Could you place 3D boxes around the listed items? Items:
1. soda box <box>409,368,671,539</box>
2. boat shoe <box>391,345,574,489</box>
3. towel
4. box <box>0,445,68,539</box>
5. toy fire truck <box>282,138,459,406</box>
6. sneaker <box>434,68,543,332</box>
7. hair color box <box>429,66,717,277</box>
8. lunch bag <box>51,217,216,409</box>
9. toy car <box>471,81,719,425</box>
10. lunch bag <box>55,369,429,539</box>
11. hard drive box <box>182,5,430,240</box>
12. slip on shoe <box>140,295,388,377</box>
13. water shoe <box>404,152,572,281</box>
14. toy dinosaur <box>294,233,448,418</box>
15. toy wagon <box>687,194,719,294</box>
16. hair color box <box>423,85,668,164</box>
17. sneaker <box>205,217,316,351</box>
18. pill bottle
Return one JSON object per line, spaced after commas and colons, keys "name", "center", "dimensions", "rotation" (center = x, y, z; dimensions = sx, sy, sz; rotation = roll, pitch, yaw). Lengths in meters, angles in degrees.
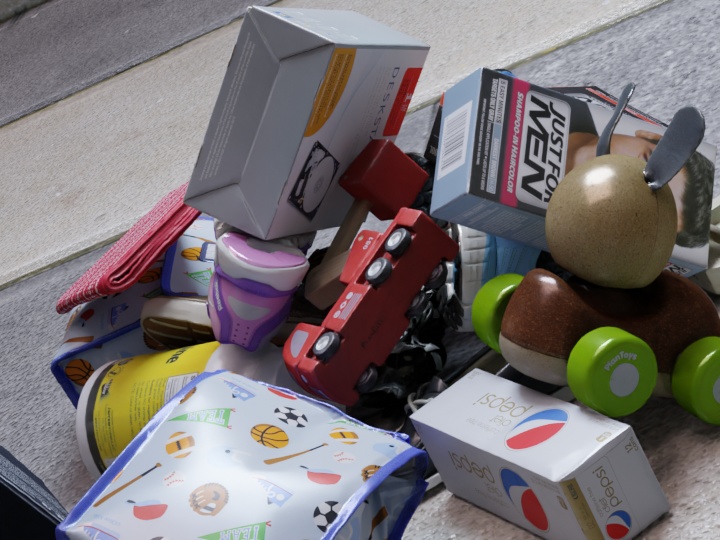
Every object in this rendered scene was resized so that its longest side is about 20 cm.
{"name": "soda box", "center": [0.114, 0.124, 1.425], "dimensions": [0.064, 0.068, 0.200], "rotation": [-35, 22, -18]}
{"name": "boat shoe", "center": [0.067, 0.098, 1.555], "dimensions": [0.200, 0.060, 0.076], "rotation": [-33, 21, -13]}
{"name": "towel", "center": [-0.175, -0.022, 1.754], "dimensions": [0.145, 0.022, 0.200], "rotation": [-45, 9, -18]}
{"name": "box", "center": [-0.312, 0.223, 1.583], "dimensions": [0.200, 0.124, 0.197], "rotation": [-50, 25, -5]}
{"name": "toy fire truck", "center": [0.000, 0.000, 1.581], "dimensions": [0.200, 0.049, 0.141], "rotation": [-55, 28, -12]}
{"name": "sneaker", "center": [0.106, -0.050, 1.608], "dimensions": [0.090, 0.201, 0.078], "rotation": [5, -13, -14]}
{"name": "hair color box", "center": [0.154, -0.065, 1.559], "dimensions": [0.061, 0.200, 0.099], "rotation": [-29, 49, 59]}
{"name": "lunch bag", "center": [-0.149, 0.040, 1.850], "dimensions": [0.200, 0.124, 0.170], "rotation": [-23, 23, 12]}
{"name": "toy car", "center": [0.181, -0.019, 1.442], "dimensions": [0.157, 0.201, 0.164], "rotation": [6, 12, -27]}
{"name": "lunch bag", "center": [-0.070, 0.163, 1.424], "dimensions": [0.170, 0.124, 0.200], "rotation": [20, 49, 21]}
{"name": "hard drive box", "center": [-0.038, -0.114, 1.651], "dimensions": [0.077, 0.156, 0.200], "rotation": [24, 14, 17]}
{"name": "slip on shoe", "center": [-0.073, 0.039, 1.722], "dimensions": [0.199, 0.076, 0.061], "rotation": [8, 63, -5]}
{"name": "water shoe", "center": [0.105, -0.029, 1.711], "dimensions": [0.072, 0.200, 0.079], "rotation": [-54, -23, 7]}
{"name": "toy dinosaur", "center": [0.042, 0.026, 1.648], "dimensions": [0.200, 0.102, 0.136], "rotation": [-8, 48, 37]}
{"name": "toy wagon", "center": [0.324, -0.051, 1.612], "dimensions": [0.200, 0.040, 0.155], "rotation": [-32, 21, -11]}
{"name": "hair color box", "center": [0.156, -0.100, 1.733], "dimensions": [0.101, 0.061, 0.200], "rotation": [32, 26, 35]}
{"name": "sneaker", "center": [-0.081, 0.006, 1.641], "dimensions": [0.080, 0.089, 0.200], "rotation": [13, 14, -2]}
{"name": "pill bottle", "center": [-0.114, 0.112, 1.679], "dimensions": [0.200, 0.113, 0.112], "rotation": [-11, 27, 37]}
